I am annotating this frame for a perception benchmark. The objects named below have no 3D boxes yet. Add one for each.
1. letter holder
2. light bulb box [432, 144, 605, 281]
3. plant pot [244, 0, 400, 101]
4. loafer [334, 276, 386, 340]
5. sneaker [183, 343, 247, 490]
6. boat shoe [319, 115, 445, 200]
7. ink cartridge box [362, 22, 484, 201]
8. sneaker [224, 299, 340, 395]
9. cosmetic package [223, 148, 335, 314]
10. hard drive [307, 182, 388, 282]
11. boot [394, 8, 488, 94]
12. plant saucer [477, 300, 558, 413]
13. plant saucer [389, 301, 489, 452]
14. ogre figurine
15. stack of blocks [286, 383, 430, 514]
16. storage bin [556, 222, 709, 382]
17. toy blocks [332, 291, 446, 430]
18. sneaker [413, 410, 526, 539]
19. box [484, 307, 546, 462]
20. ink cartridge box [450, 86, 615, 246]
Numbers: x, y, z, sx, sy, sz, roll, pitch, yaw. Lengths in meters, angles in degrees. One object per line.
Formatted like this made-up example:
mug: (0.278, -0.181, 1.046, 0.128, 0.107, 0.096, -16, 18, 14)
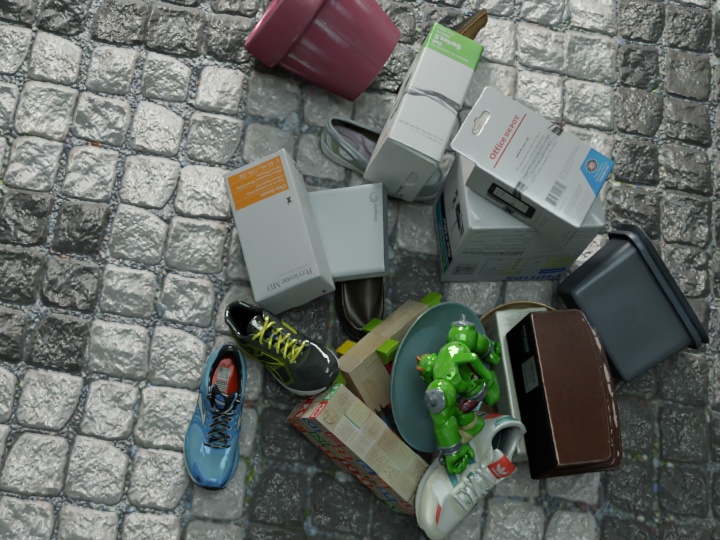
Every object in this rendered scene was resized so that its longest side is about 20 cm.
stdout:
letter holder: (0.288, 0.160, 1.630, 0.140, 0.101, 0.203, -4, 72, -13)
light bulb box: (0.217, -0.077, 1.757, 0.195, 0.200, 0.127, -1, 69, -10)
plant pot: (-0.046, -0.355, 1.823, 0.178, 0.200, 0.202, 36, 68, -12)
loafer: (0.000, 0.000, 1.761, 0.072, 0.071, 0.203, -2, 71, -10)
sneaker: (-0.193, 0.191, 1.652, 0.077, 0.090, 0.203, 6, 71, -7)
boat shoe: (0.035, -0.168, 1.828, 0.200, 0.065, 0.075, 28, 69, 0)
ink cartridge box: (0.089, -0.221, 1.751, 0.083, 0.146, 0.202, 25, 67, -5)
sneaker: (-0.114, 0.103, 1.657, 0.198, 0.085, 0.075, 23, 72, 37)
cosmetic package: (-0.114, -0.053, 1.714, 0.100, 0.071, 0.203, -22, 67, 10)
hard drive: (-0.058, -0.047, 1.747, 0.197, 0.027, 0.134, -7, 70, 15)
boot: (0.141, -0.319, 1.906, 0.075, 0.074, 0.201, 42, 76, -9)
plant saucer: (0.237, 0.145, 1.771, 0.197, 0.035, 0.204, 3, 71, -9)
plant saucer: (0.097, 0.140, 1.661, 0.199, 0.038, 0.205, -10, 105, -44)
ogre figurine: (0.132, 0.146, 1.601, 0.097, 0.121, 0.201, 17, 58, 43)
stack of blocks: (0.007, 0.240, 1.655, 0.200, 0.115, 0.059, 44, 69, -13)
storage bin: (0.377, 0.053, 1.774, 0.133, 0.146, 0.202, -33, 98, -4)
toy blocks: (0.056, 0.143, 1.703, 0.199, 0.099, 0.138, -39, 115, -20)
sneaker: (0.146, 0.263, 1.603, 0.071, 0.093, 0.201, 51, 57, -23)
box: (0.229, 0.158, 1.709, 0.081, 0.068, 0.203, -2, 73, -11)
ink cartridge box: (0.219, -0.139, 1.635, 0.198, 0.068, 0.117, 32, 68, 3)
